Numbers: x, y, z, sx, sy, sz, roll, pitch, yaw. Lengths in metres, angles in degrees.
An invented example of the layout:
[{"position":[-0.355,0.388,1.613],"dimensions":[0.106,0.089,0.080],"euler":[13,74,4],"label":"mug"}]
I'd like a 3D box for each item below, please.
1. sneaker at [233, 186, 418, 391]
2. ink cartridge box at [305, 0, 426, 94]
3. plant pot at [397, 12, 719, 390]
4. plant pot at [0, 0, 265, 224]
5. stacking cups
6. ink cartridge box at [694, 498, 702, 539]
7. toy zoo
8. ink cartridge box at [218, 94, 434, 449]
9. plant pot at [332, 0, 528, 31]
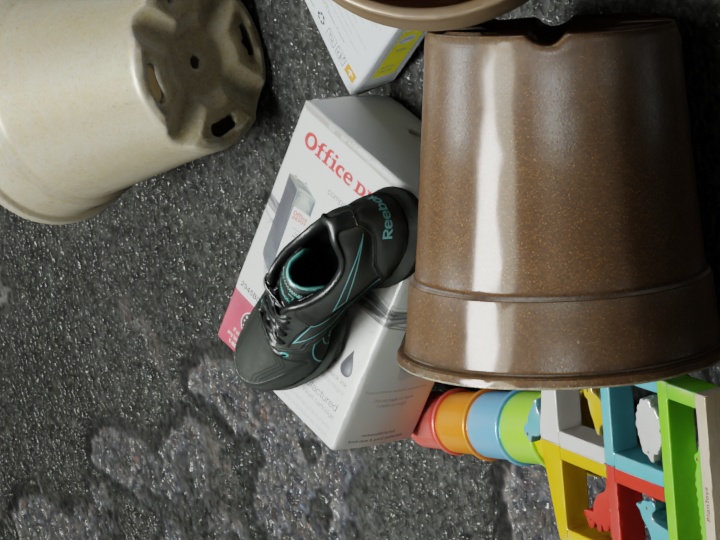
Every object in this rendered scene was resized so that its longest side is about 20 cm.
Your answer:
[{"position":[-0.038,0.012,1.528],"dimensions":[0.200,0.079,0.076],"euler":[-49,62,38],"label":"sneaker"},{"position":[-0.007,-0.242,1.535],"dimensions":[0.199,0.047,0.200],"euler":[66,157,10],"label":"ink cartridge box"},{"position":[0.114,-0.047,1.375],"dimensions":[0.200,0.199,0.200],"euler":[9,106,52],"label":"plant pot"},{"position":[-0.177,-0.143,1.748],"dimensions":[0.183,0.200,0.202],"euler":[-7,100,43],"label":"plant pot"},{"position":[0.097,0.105,1.574],"dimensions":[0.200,0.060,0.061],"euler":[-3,103,54],"label":"stacking cups"},{"position":[0.286,0.180,1.328],"dimensions":[0.200,0.086,0.147],"euler":[31,130,42],"label":"ink cartridge box"},{"position":[0.159,0.115,1.401],"dimensions":[0.200,0.020,0.132],"euler":[17,116,61],"label":"toy zoo"},{"position":[0.000,0.000,1.603],"dimensions":[0.146,0.085,0.201],"euler":[42,121,34],"label":"ink cartridge box"},{"position":[0.049,-0.227,1.372],"dimensions":[0.201,0.200,0.093],"euler":[57,-179,19],"label":"plant pot"}]
